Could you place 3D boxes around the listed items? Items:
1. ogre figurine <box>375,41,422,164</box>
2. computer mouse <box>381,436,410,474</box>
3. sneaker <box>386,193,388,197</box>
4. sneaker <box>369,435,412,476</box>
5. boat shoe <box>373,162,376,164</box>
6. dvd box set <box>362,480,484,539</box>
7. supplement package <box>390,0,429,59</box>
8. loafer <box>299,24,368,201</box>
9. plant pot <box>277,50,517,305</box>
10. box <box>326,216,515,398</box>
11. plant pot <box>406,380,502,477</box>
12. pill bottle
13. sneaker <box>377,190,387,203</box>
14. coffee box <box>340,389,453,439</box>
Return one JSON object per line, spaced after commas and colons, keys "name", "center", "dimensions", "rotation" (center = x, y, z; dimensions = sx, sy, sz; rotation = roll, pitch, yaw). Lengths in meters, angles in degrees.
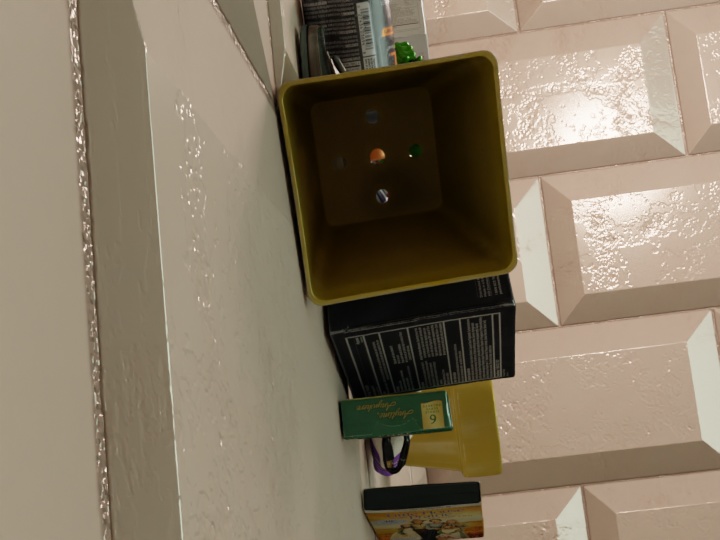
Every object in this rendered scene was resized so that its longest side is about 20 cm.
{"name": "ogre figurine", "center": [0.071, -0.174, 1.297], "dimensions": [0.201, 0.098, 0.120], "rotation": [52, -25, 9]}
{"name": "computer mouse", "center": [0.024, 0.161, 1.288], "dimensions": [0.034, 0.058, 0.204], "rotation": [-12, 90, -55]}
{"name": "sneaker", "center": [0.051, -0.062, 1.261], "dimensions": [0.087, 0.074, 0.200], "rotation": [44, -27, -1]}
{"name": "sneaker", "center": [0.037, 0.211, 1.413], "dimensions": [0.201, 0.079, 0.085], "rotation": [-70, 169, -65]}
{"name": "boat shoe", "center": [0.051, -0.163, 1.542], "dimensions": [0.199, 0.065, 0.071], "rotation": [-13, -111, 62]}
{"name": "dvd box set", "center": [0.085, 0.309, 1.281], "dimensions": [0.201, 0.143, 0.030], "rotation": [75, 11, -63]}
{"name": "supplement package", "center": [0.027, -0.406, 1.598], "dimensions": [0.152, 0.148, 0.204], "rotation": [70, 14, -68]}
{"name": "loafer", "center": [-0.027, -0.171, 1.111], "dimensions": [0.072, 0.062, 0.204], "rotation": [18, 65, -85]}
{"name": "plant pot", "center": [0.028, -0.099, 0.987], "dimensions": [0.177, 0.196, 0.204], "rotation": [-116, -163, -76]}
{"name": "box", "center": [0.068, 0.044, 1.136], "dimensions": [0.201, 0.195, 0.125], "rotation": [75, 6, -61]}
{"name": "plant pot", "center": [0.126, 0.237, 1.644], "dimensions": [0.201, 0.185, 0.205], "rotation": [-6, 90, -86]}
{"name": "pill bottle", "center": [-0.006, -0.232, 1.202], "dimensions": [0.106, 0.104, 0.204], "rotation": [-82, 165, -73]}
{"name": "sneaker", "center": [0.001, -0.027, 1.214], "dimensions": [0.201, 0.073, 0.089], "rotation": [78, 11, -53]}
{"name": "coffee box", "center": [0.047, 0.169, 1.170], "dimensions": [0.200, 0.121, 0.045], "rotation": [52, 32, -78]}
